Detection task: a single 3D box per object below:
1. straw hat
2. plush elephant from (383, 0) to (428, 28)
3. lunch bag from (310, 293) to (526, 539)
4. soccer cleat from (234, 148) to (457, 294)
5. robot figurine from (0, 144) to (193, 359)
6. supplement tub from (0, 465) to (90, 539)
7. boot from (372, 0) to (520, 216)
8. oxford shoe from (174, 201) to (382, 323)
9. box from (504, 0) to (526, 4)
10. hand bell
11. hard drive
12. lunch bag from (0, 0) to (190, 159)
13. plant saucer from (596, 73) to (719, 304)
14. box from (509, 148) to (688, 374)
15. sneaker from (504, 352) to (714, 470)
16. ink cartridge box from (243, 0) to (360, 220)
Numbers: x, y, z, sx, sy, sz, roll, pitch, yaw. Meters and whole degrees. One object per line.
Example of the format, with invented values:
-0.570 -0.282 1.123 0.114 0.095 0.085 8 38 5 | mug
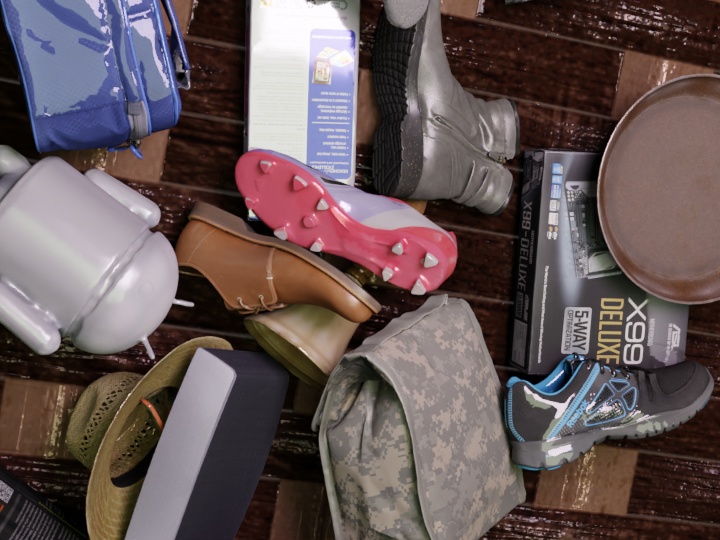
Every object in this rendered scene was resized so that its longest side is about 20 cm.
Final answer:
-0.192 0.130 1.071 0.085 0.201 0.202 22 92 23 | straw hat
-0.010 -0.311 1.041 0.199 0.155 0.165 23 101 -24 | plush elephant
0.046 0.133 1.094 0.164 0.117 0.201 -25 109 -53 | lunch bag
-0.011 -0.046 1.079 0.199 0.077 0.067 27 119 5 | soccer cleat
-0.228 -0.012 1.025 0.200 0.113 0.170 37 56 -5 | robot figurine
-0.282 0.244 1.050 0.200 0.122 0.123 41 86 -15 | supplement tub
0.080 -0.151 1.130 0.130 0.068 0.201 3 90 -30 | boot
-0.071 0.010 1.051 0.071 0.199 0.071 -62 148 -11 | oxford shoe
0.213 -0.331 1.138 0.199 0.050 0.158 -14 100 -13 | box
0.000 0.000 1.123 0.104 0.104 0.200 43 73 -16 | hand bell
-0.127 0.165 1.079 0.042 0.135 0.201 22 93 24 | hard drive
-0.206 -0.182 1.005 0.132 0.136 0.201 -15 101 -12 | lunch bag
0.292 -0.072 1.138 0.199 0.032 0.201 -2 97 -16 | plant saucer
0.222 -0.007 1.176 0.157 0.050 0.201 2 97 -16 | box
0.218 0.107 1.121 0.199 0.073 0.082 -17 95 -19 | sneaker
-0.051 -0.143 1.103 0.094 0.037 0.201 0 95 -14 | ink cartridge box
